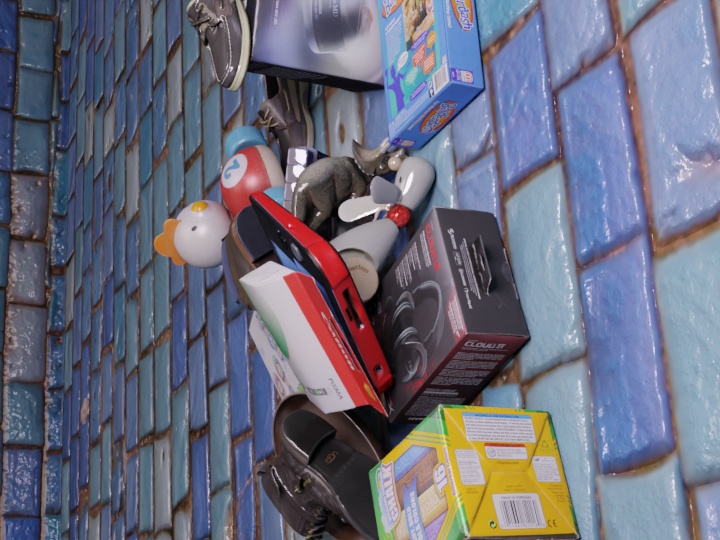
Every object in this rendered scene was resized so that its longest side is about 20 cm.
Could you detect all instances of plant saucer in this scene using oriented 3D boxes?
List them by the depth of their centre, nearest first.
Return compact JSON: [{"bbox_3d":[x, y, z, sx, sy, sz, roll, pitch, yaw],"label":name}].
[{"bbox_3d":[-0.026,0.228,1.340,0.199,0.032,0.203,26,130,35],"label":"plant saucer"}]

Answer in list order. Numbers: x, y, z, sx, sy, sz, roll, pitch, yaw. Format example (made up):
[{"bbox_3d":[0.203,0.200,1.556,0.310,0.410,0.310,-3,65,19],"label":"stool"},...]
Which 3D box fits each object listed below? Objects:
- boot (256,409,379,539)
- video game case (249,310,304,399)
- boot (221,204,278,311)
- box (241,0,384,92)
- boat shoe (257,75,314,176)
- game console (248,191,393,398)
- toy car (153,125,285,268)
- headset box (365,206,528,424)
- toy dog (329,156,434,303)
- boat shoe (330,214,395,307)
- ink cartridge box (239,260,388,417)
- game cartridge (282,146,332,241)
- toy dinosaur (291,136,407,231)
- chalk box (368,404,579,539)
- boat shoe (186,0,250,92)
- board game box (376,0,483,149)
[{"bbox_3d":[-0.037,0.262,1.309,0.200,0.069,0.175,46,145,21],"label":"boot"},{"bbox_3d":[-0.088,0.121,1.458,0.184,0.023,0.200,62,162,14],"label":"video game case"},{"bbox_3d":[-0.102,0.026,1.348,0.097,0.074,0.203,-24,89,63],"label":"boot"},{"bbox_3d":[-0.056,-0.336,1.406,0.123,0.195,0.204,10,95,61],"label":"box"},{"bbox_3d":[-0.114,-0.224,1.653,0.074,0.072,0.203,142,128,-57],"label":"boat shoe"},{"bbox_3d":[-0.042,0.027,1.182,0.176,0.031,0.202,36,155,49],"label":"game console"},{"bbox_3d":[-0.197,-0.073,1.614,0.185,0.197,0.179,-120,17,-44],"label":"toy car"},{"bbox_3d":[0.087,0.044,1.168,0.201,0.076,0.151,124,143,-48],"label":"headset box"},{"bbox_3d":[-0.003,-0.049,1.263,0.132,0.096,0.201,-44,15,51],"label":"toy dog"},{"bbox_3d":[-0.002,-0.001,1.378,0.204,0.073,0.065,-107,27,-46],"label":"boat shoe"},{"bbox_3d":[-0.051,0.076,1.177,0.163,0.050,0.200,61,171,-12],"label":"ink cartridge box"},{"bbox_3d":[-0.061,-0.084,1.447,0.200,0.038,0.132,-3,-77,-80],"label":"game cartridge"},{"bbox_3d":[-0.038,-0.094,1.338,0.077,0.198,0.104,30,135,50],"label":"toy dinosaur"},{"bbox_3d":[0.090,0.224,1.071,0.200,0.123,0.126,-50,43,49],"label":"chalk box"},{"bbox_3d":[-0.172,-0.301,1.340,0.072,0.065,0.204,-40,51,52],"label":"boat shoe"},{"bbox_3d":[0.074,-0.262,1.290,0.152,0.044,0.203,142,128,-58],"label":"board game box"}]
